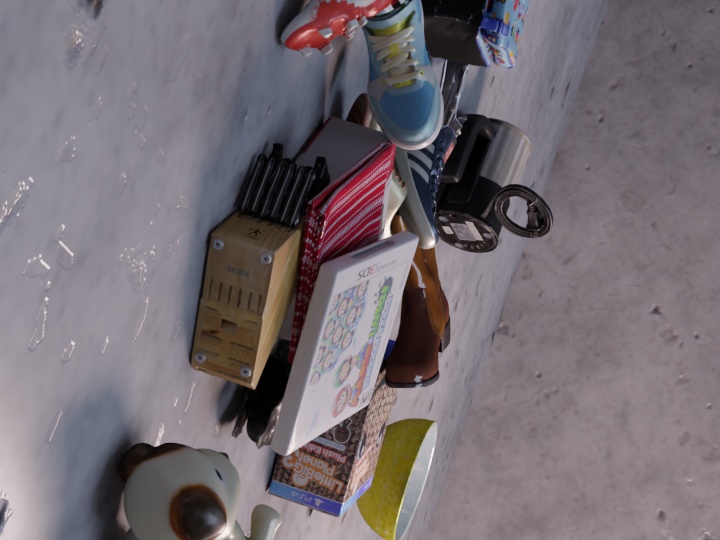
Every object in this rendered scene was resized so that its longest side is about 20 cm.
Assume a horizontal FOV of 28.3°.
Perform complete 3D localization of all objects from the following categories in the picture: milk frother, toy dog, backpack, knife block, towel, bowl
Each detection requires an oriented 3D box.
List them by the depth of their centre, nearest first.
[{"bbox_3d":[-0.164,0.236,1.235,0.193,0.140,0.201,-10,126,-34],"label":"toy dog"},{"bbox_3d":[-0.085,-0.013,1.343,0.176,0.064,0.201,-47,151,-62],"label":"knife block"},{"bbox_3d":[-0.017,-0.012,1.388,0.145,0.022,0.200,-43,150,-46],"label":"towel"},{"bbox_3d":[0.143,-0.361,1.726,0.183,0.134,0.201,40,65,-78],"label":"backpack"},{"bbox_3d":[0.039,0.317,2.236,0.200,0.107,0.201,17,90,-78],"label":"bowl"},{"bbox_3d":[0.229,-0.140,2.249,0.181,0.199,0.189,76,33,-60],"label":"milk frother"}]

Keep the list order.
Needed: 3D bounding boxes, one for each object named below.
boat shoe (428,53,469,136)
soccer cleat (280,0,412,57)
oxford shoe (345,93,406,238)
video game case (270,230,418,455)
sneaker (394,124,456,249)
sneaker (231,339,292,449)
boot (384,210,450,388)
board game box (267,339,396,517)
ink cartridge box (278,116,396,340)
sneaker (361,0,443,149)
[{"bbox_3d":[0.108,-0.200,1.899,0.072,0.068,0.201,-106,-156,-68],"label":"boat shoe"},{"bbox_3d":[-0.014,-0.266,1.332,0.200,0.085,0.069,-36,-179,-36],"label":"soccer cleat"},{"bbox_3d":[0.015,-0.110,1.586,0.071,0.074,0.200,-100,-167,-47],"label":"oxford shoe"},{"bbox_3d":[-0.014,0.069,1.419,0.182,0.024,0.201,-24,134,-60],"label":"video game case"},{"bbox_3d":[0.078,-0.122,1.659,0.075,0.084,0.201,97,-20,-67],"label":"sneaker"},{"bbox_3d":[-0.081,0.114,1.541,0.104,0.060,0.200,95,20,-60],"label":"sneaker"},{"bbox_3d":[0.065,0.025,1.708,0.188,0.068,0.201,-44,132,-56],"label":"boot"},{"bbox_3d":[-0.026,0.185,1.796,0.159,0.097,0.201,-24,129,-74],"label":"board game box"},{"bbox_3d":[-0.031,-0.035,1.505,0.145,0.083,0.200,-59,161,-47],"label":"ink cartridge box"},{"bbox_3d":[0.030,-0.230,1.444,0.131,0.079,0.201,57,20,-68],"label":"sneaker"}]
